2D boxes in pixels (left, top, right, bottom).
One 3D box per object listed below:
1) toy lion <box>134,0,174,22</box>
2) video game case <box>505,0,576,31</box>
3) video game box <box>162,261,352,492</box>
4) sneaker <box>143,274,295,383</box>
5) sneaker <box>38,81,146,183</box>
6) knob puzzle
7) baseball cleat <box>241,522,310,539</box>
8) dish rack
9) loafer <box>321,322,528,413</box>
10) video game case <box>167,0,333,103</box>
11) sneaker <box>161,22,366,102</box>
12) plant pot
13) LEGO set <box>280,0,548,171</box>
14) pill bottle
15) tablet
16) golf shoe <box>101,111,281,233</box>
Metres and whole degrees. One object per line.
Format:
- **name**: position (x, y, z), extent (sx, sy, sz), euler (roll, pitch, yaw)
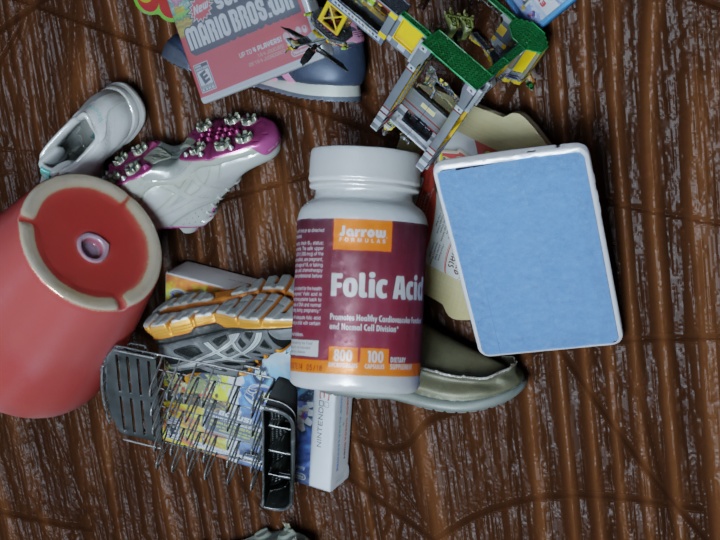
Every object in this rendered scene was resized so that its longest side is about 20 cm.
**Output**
- **toy lion**: position (-0.148, -0.321, 1.377), extent (0.190, 0.068, 0.203), euler (19, 115, 30)
- **video game case**: position (0.169, -0.305, 1.228), extent (0.199, 0.018, 0.144), euler (-37, 88, 32)
- **video game box**: position (-0.100, 0.102, 1.497), extent (0.198, 0.047, 0.185), euler (13, 110, 24)
- **sneaker**: position (-0.105, 0.058, 1.424), extent (0.198, 0.078, 0.078), euler (-7, 114, 33)
- **sneaker**: position (-0.287, -0.099, 1.505), extent (0.075, 0.088, 0.201), euler (41, 126, 9)
- **knob puzzle**: position (0.114, -0.047, 1.338), extent (0.217, 0.030, 0.223), euler (9, 110, 26)
- **baseball cleat**: position (-0.111, 0.319, 1.572), extent (0.198, 0.070, 0.107), euler (-13, 107, 41)
- **dish rack**: position (-0.150, 0.141, 1.435), extent (0.197, 0.055, 0.155), euler (12, 136, 7)
- **loafer**: position (0.051, 0.080, 1.376), extent (0.197, 0.075, 0.071), euler (4, 103, 10)
- **video game case**: position (-0.112, -0.258, 1.315), extent (0.142, 0.017, 0.202), euler (-15, 96, 35)
- **sneaker**: position (-0.084, -0.204, 1.378), extent (0.198, 0.070, 0.083), euler (13, 104, 18)
- **plant pot**: position (-0.284, 0.015, 1.447), extent (0.201, 0.200, 0.177), euler (52, 136, 3)
- **LEGO set**: position (0.042, -0.178, 1.264), extent (0.199, 0.154, 0.116), euler (36, 134, 0)
- **pill bottle**: position (0.000, 0.000, 1.307), extent (0.113, 0.114, 0.203), euler (2, 88, 28)
- **tablet**: position (0.142, -0.013, 1.285), extent (0.128, 0.014, 0.202), euler (-6, 125, 16)
- **golf shoe**: position (-0.149, -0.087, 1.455), extent (0.198, 0.076, 0.092), euler (-14, 122, 30)
